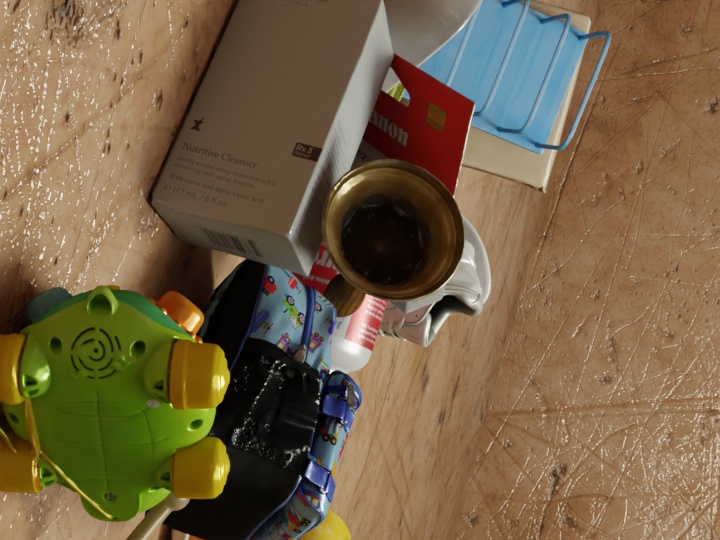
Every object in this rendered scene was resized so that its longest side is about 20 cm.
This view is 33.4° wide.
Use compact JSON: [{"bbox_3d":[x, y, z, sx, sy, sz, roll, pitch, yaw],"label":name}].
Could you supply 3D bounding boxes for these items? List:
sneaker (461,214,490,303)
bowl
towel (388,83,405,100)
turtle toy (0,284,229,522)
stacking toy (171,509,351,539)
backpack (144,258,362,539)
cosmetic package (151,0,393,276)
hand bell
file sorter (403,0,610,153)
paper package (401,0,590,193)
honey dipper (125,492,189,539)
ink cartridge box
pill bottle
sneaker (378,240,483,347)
[{"bbox_3d":[0.083,-0.046,1.348,0.073,0.201,0.112,-32,176,3],"label":"sneaker"},{"bbox_3d":[0.036,-0.241,1.056,0.200,0.075,0.200,-33,-159,47],"label":"bowl"},{"bbox_3d":[0.003,-0.122,1.114,0.200,0.018,0.087,164,-51,-77],"label":"towel"},{"bbox_3d":[-0.149,0.084,0.730,0.101,0.145,0.201,-90,-177,-51],"label":"turtle toy"},{"bbox_3d":[-0.059,0.252,1.070,0.146,0.199,0.147,16,90,-75],"label":"stacking toy"},{"bbox_3d":[-0.079,0.095,0.920,0.183,0.134,0.201,-51,-161,52],"label":"backpack"},{"bbox_3d":[-0.059,-0.110,0.883,0.081,0.112,0.201,68,38,-68],"label":"cosmetic package"},{"bbox_3d":[0.000,0.000,0.922,0.200,0.104,0.105,129,-17,-68],"label":"hand bell"},{"bbox_3d":[0.137,-0.219,1.239,0.123,0.199,0.140,-132,-117,-79],"label":"file sorter"},{"bbox_3d":[0.140,-0.211,1.357,0.103,0.189,0.201,-124,-131,-80],"label":"paper package"},{"bbox_3d":[-0.180,0.217,0.791,0.200,0.038,0.038,-50,157,-20],"label":"honey dipper"},{"bbox_3d":[0.001,-0.091,0.974,0.045,0.200,0.177,-18,130,-33],"label":"ink cartridge box"},{"bbox_3d":[-0.031,0.024,1.117,0.112,0.112,0.201,44,62,-74],"label":"pill bottle"},{"bbox_3d":[0.032,0.038,1.220,0.078,0.199,0.100,66,5,-58],"label":"sneaker"}]
